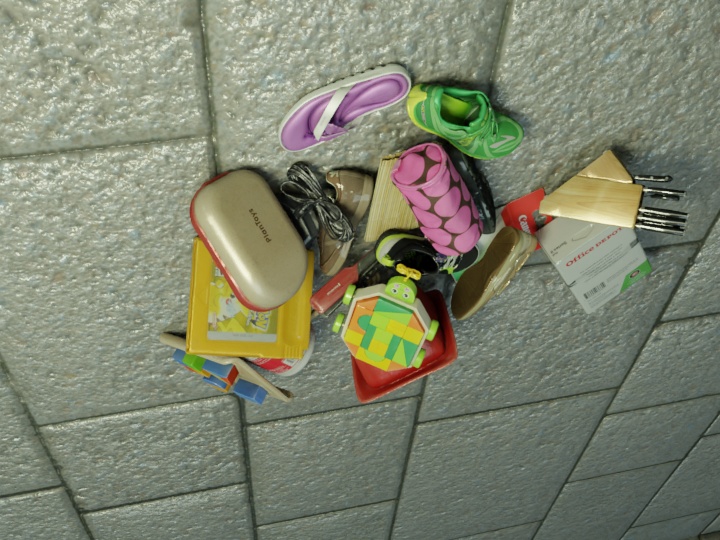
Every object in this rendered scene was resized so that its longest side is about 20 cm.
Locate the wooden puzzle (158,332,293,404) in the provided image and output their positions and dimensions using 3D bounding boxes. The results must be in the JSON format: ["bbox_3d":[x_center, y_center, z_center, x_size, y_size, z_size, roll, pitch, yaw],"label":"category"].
[{"bbox_3d":[-0.237,0.180,1.395,0.183,0.047,0.200,12,160,36],"label":"wooden puzzle"}]

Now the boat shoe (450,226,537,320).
[{"bbox_3d":[0.225,0.014,1.353,0.064,0.072,0.201,11,132,-31],"label":"boat shoe"}]

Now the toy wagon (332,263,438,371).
[{"bbox_3d":[0.043,0.075,1.246,0.153,0.040,0.201,23,133,3],"label":"toy wagon"}]

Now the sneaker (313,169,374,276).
[{"bbox_3d":[-0.042,-0.078,1.236,0.074,0.071,0.201,17,131,-9],"label":"sneaker"}]

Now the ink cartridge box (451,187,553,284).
[{"bbox_3d":[0.246,-0.040,1.387,0.198,0.051,0.161,-23,142,11],"label":"ink cartridge box"}]

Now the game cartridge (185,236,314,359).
[{"bbox_3d":[-0.169,0.046,1.252,0.197,0.179,0.032,5,175,-25],"label":"game cartridge"}]

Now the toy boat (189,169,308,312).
[{"bbox_3d":[-0.170,-0.034,1.146,0.130,0.202,0.130,-34,-176,-39],"label":"toy boat"}]

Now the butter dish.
[{"bbox_3d":[0.046,0.092,1.381,0.197,0.201,0.149,-26,124,13],"label":"butter dish"}]

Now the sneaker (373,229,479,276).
[{"bbox_3d":[0.112,-0.012,1.266,0.197,0.083,0.073,1,122,-27],"label":"sneaker"}]

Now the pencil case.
[{"bbox_3d":[0.107,-0.097,1.142,0.093,0.092,0.200,15,157,31],"label":"pencil case"}]

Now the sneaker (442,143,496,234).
[{"bbox_3d":[0.157,-0.125,1.246,0.078,0.076,0.201,-15,138,21],"label":"sneaker"}]

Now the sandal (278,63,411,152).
[{"bbox_3d":[-0.024,-0.213,1.074,0.201,0.050,0.082,-28,140,14],"label":"sandal"}]

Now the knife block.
[{"bbox_3d":[0.411,-0.093,1.273,0.199,0.177,0.064,-37,168,22],"label":"knife block"}]

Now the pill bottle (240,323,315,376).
[{"bbox_3d":[-0.177,0.097,1.346,0.112,0.113,0.199,-35,138,23],"label":"pill bottle"}]

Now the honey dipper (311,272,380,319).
[{"bbox_3d":[-0.054,0.056,1.336,0.199,0.038,0.038,-36,146,-18],"label":"honey dipper"}]

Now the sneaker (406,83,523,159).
[{"bbox_3d":[0.156,-0.204,1.113,0.198,0.083,0.075,12,89,-32],"label":"sneaker"}]

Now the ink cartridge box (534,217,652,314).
[{"bbox_3d":[0.414,-0.032,1.416,0.145,0.085,0.200,-35,139,10],"label":"ink cartridge box"}]

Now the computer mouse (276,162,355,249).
[{"bbox_3d":[-0.110,-0.053,1.202,0.199,0.139,0.053,-40,-179,20],"label":"computer mouse"}]

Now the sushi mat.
[{"bbox_3d":[0.060,-0.112,1.194,0.094,0.012,0.201,-17,151,-18],"label":"sushi mat"}]

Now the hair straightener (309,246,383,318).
[{"bbox_3d":[0.000,0.000,1.306,0.200,0.041,0.077,-47,162,-7],"label":"hair straightener"}]
